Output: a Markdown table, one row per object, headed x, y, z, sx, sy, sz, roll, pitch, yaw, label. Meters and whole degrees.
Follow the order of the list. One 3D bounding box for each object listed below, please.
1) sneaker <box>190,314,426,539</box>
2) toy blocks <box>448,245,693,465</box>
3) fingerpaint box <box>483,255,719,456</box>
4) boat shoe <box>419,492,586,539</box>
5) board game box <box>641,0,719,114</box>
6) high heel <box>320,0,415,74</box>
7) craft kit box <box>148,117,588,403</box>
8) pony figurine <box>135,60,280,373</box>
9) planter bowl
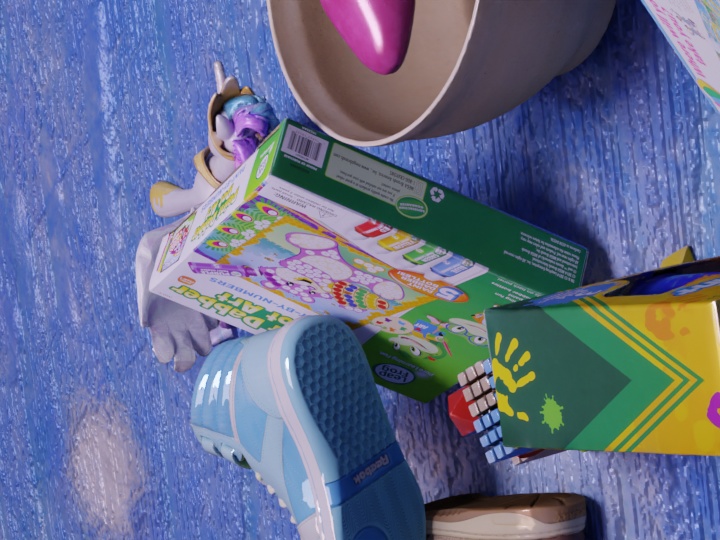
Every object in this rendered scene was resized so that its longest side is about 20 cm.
| x | y | z | sx | sy | sz | roll | pitch | yaw | label |
| --- | --- | --- | --- | --- | --- | --- | --- | --- | --- |
| -0.037 | 0.125 | 1.410 | 0.130 | 0.079 | 0.200 | -6 | 101 | 48 | sneaker |
| 0.119 | 0.061 | 1.247 | 0.200 | 0.137 | 0.100 | -37 | 70 | 54 | toy blocks |
| 0.188 | 0.031 | 1.077 | 0.167 | 0.200 | 0.073 | -3 | 97 | 57 | fingerpaint box |
| 0.070 | 0.180 | 1.423 | 0.200 | 0.072 | 0.072 | -11 | 90 | 50 | boat shoe |
| 0.185 | -0.114 | 1.068 | 0.134 | 0.034 | 0.200 | 39 | 175 | 43 | board game box |
| -0.036 | -0.191 | 1.188 | 0.067 | 0.096 | 0.200 | -36 | 62 | 49 | high heel |
| 0.000 | 0.000 | 1.351 | 0.197 | 0.200 | 0.049 | -37 | 34 | 60 | craft kit box |
| -0.087 | -0.021 | 1.539 | 0.200 | 0.166 | 0.193 | 123 | 135 | -66 | pony figurine |
| 0.057 | -0.169 | 1.257 | 0.200 | 0.135 | 0.201 | 5 | 96 | 54 | planter bowl |
